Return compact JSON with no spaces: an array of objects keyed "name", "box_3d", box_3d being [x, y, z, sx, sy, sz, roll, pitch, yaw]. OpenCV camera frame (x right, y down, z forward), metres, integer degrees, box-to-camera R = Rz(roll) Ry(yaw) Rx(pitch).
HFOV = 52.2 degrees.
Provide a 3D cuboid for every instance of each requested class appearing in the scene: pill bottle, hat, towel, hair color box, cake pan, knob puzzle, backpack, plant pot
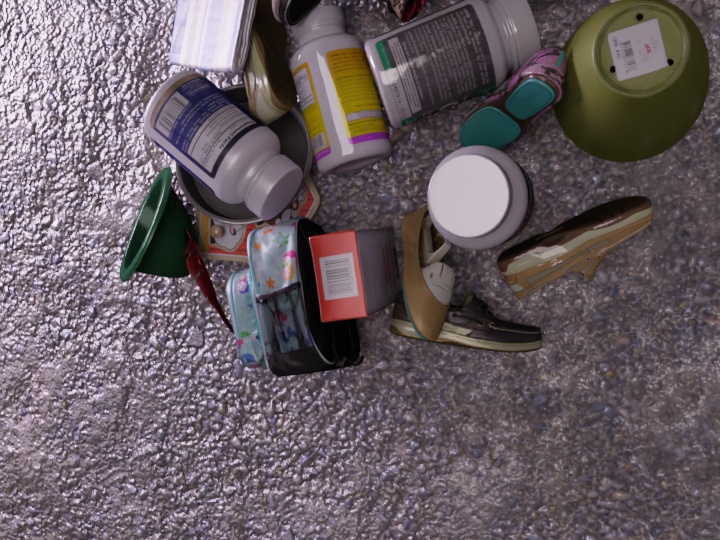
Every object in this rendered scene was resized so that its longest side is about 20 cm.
[{"name":"pill bottle","box_3d":[0.143,-0.086,0.877,0.118,0.200,0.122,1,95,17]},{"name":"hat","box_3d":[-0.243,-0.025,1.082,0.174,0.165,0.203,23,75,-25]},{"name":"towel","box_3d":[-0.202,-0.348,1.009,0.199,0.024,0.149,22,102,47]},{"name":"hair color box","box_3d":[0.000,0.000,0.927,0.060,0.200,0.103,-8,91,16]},{"name":"pill bottle","box_3d":[0.113,-0.264,0.907,0.197,0.113,0.115,-21,88,5]},{"name":"cake pan","box_3d":[-0.159,-0.159,1.025,0.197,0.037,0.204,-1,80,8]},{"name":"knob puzzle","box_3d":[-0.152,-0.103,1.055,0.216,0.030,0.224,1,94,17]},{"name":"pill bottle","box_3d":[-0.031,-0.236,0.970,0.103,0.104,0.203,-15,89,17]},{"name":"backpack","box_3d":[-0.087,0.036,0.971,0.148,0.177,0.203,-11,83,16]},{"name":"pill bottle","box_3d":[-0.174,-0.158,0.952,0.199,0.111,0.112,39,104,12]},{"name":"plant pot","box_3d":[0.303,-0.222,0.818,0.184,0.200,0.190,1,95,17]}]

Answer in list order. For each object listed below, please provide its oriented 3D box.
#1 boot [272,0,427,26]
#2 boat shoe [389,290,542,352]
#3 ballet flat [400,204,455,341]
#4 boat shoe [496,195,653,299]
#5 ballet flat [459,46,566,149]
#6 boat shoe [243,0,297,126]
[{"name":"boot","box_3d":[0.001,-0.354,0.893,0.150,0.073,0.201,40,87,13]},{"name":"boat shoe","box_3d":[0.138,0.063,0.946,0.197,0.072,0.067,6,93,4]},{"name":"ballet flat","box_3d":[0.086,-0.008,0.917,0.063,0.068,0.202,-34,42,30]},{"name":"boat shoe","box_3d":[0.274,-0.023,0.918,0.198,0.072,0.077,-24,101,24]},{"name":"ballet flat","box_3d":[0.189,-0.206,0.891,0.069,0.200,0.072,36,68,-7]},{"name":"boat shoe","box_3d":[-0.137,-0.293,1.001,0.063,0.073,0.203,-29,67,35]}]
